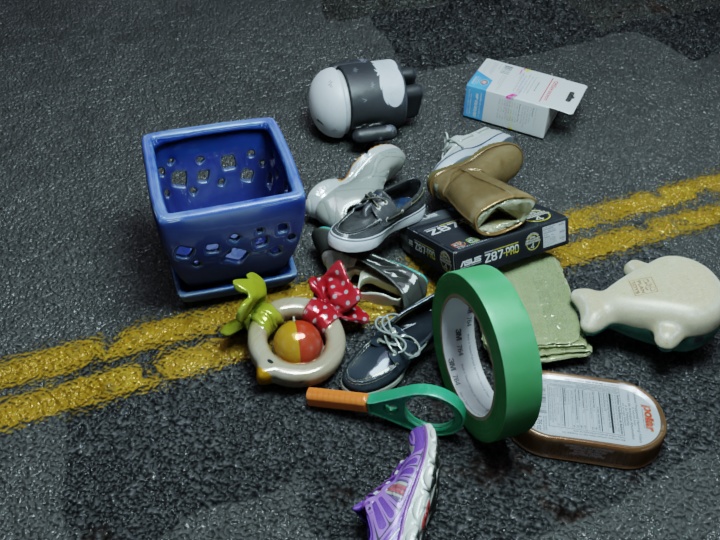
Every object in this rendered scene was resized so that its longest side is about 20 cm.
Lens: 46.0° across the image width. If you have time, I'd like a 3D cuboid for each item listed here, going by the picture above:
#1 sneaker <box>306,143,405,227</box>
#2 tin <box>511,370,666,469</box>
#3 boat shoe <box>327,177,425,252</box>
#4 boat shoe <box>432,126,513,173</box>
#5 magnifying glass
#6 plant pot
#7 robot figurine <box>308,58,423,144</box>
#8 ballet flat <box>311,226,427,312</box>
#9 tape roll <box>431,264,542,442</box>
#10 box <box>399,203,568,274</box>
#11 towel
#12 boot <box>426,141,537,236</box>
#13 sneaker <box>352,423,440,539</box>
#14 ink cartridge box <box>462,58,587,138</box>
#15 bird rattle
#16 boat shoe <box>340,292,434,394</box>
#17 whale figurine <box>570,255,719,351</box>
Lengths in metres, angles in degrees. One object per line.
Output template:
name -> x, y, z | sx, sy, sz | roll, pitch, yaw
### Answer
sneaker -> 0.010, -0.120, 1.332 | 0.199, 0.076, 0.092 | -37, 63, -26
tin -> 0.274, 0.181, 1.041 | 0.196, 0.042, 0.113 | 7, 47, 4
boat shoe -> 0.028, -0.086, 1.205 | 0.069, 0.067, 0.198 | 29, 37, 34
boat shoe -> 0.166, -0.196, 1.413 | 0.086, 0.075, 0.201 | 34, 48, 28
magnifying glass -> 0.030, 0.163, 1.025 | 0.196, 0.080, 0.023 | 5, 45, 18
plant pot -> -0.189, -0.076, 1.182 | 0.197, 0.182, 0.201 | -10, 45, -15
robot figurine -> 0.007, -0.298, 1.479 | 0.197, 0.127, 0.150 | -11, 21, -15
ballet flat -> 0.000, 0.000, 1.198 | 0.198, 0.069, 0.069 | 25, 55, 22
tape roll -> 0.144, 0.097, 0.999 | 0.047, 0.203, 0.202 | -11, 44, -16
box -> 0.179, -0.055, 1.245 | 0.197, 0.050, 0.161 | -17, 23, -21
towel -> 0.226, 0.051, 1.177 | 0.145, 0.037, 0.202 | -3, 44, -5
boot -> 0.205, -0.120, 1.253 | 0.173, 0.067, 0.200 | -26, 25, -9
sneaker -> 0.038, 0.247, 0.925 | 0.082, 0.082, 0.201 | 10, 43, 16
ink cartridge box -> 0.300, -0.310, 1.548 | 0.197, 0.069, 0.116 | 20, 45, 18
bird rattle -> -0.081, 0.080, 1.110 | 0.197, 0.113, 0.165 | 3, 52, -20
boat shoe -> 0.052, 0.092, 1.102 | 0.198, 0.062, 0.075 | -29, 53, -30
whale figurine -> 0.385, 0.057, 1.140 | 0.196, 0.105, 0.161 | -9, 43, 0
